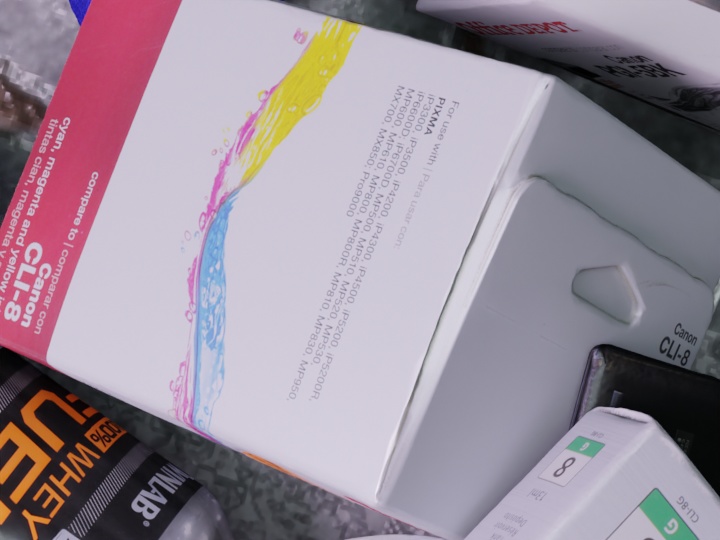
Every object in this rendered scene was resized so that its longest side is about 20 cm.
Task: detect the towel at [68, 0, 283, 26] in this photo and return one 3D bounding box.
[{"bbox_3d":[-0.075,-0.193,0.934,0.147,0.050,0.201,-26,87,-2],"label":"towel"}]

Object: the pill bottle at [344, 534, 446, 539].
[{"bbox_3d":[0.016,0.202,0.845,0.115,0.117,0.202,-8,113,0],"label":"pill bottle"}]

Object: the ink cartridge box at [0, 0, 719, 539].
[{"bbox_3d":[0.000,0.000,0.831,0.199,0.145,0.146,19,85,40],"label":"ink cartridge box"}]

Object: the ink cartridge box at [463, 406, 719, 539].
[{"bbox_3d":[0.061,0.168,0.741,0.200,0.050,0.161,-45,107,-15],"label":"ink cartridge box"}]

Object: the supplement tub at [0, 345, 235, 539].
[{"bbox_3d":[-0.133,0.098,0.882,0.199,0.123,0.123,34,88,1],"label":"supplement tub"}]

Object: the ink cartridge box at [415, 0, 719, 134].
[{"bbox_3d":[0.135,-0.094,0.854,0.199,0.147,0.084,21,89,-14],"label":"ink cartridge box"}]

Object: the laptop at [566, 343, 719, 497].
[{"bbox_3d":[0.117,0.137,0.847,0.199,0.116,0.189,17,87,-21],"label":"laptop"}]
